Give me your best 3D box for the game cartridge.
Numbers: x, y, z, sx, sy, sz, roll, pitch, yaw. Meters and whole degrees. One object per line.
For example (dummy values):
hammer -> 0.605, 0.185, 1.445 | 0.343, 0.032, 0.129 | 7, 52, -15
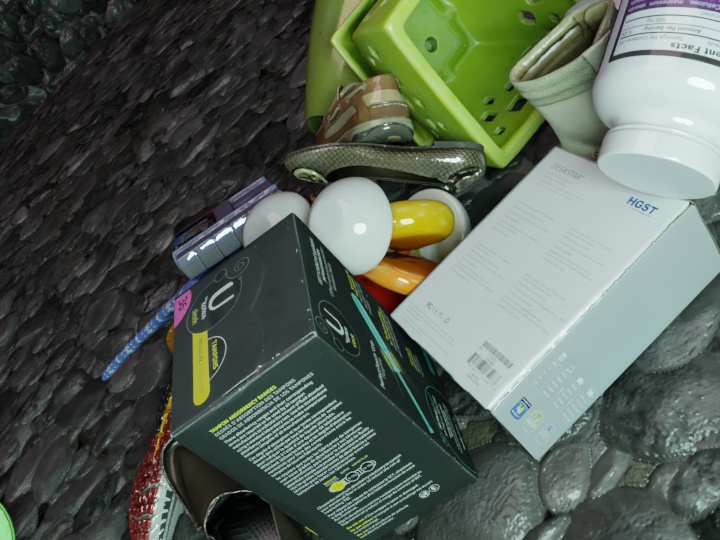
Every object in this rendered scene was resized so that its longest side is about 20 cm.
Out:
game cartridge -> -0.144, -0.052, 0.869 | 0.129, 0.038, 0.200 | -30, 15, -5

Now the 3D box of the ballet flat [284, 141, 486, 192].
ballet flat -> 0.022, -0.097, 0.777 | 0.199, 0.067, 0.047 | 0, 88, 10

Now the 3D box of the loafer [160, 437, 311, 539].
loafer -> -0.101, 0.186, 0.645 | 0.073, 0.071, 0.200 | -44, 53, -16

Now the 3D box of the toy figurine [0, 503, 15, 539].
toy figurine -> -0.505, 0.355, 0.924 | 0.184, 0.150, 0.201 | -25, 61, 49

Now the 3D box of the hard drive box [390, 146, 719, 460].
hard drive box -> 0.144, 0.016, 0.615 | 0.200, 0.077, 0.156 | -45, 34, -1

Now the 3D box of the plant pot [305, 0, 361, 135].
plant pot -> 0.009, -0.256, 0.984 | 0.187, 0.187, 0.201 | 4, 70, 48

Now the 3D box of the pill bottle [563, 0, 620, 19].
pill bottle -> 0.292, -0.245, 0.706 | 0.200, 0.114, 0.114 | -38, 34, 8

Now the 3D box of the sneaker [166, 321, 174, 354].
sneaker -> -0.137, 0.032, 0.917 | 0.200, 0.076, 0.092 | -40, 11, 14

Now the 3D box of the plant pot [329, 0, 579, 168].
plant pot -> 0.101, -0.246, 0.845 | 0.199, 0.200, 0.181 | -51, 27, -11

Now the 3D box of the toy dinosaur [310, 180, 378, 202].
toy dinosaur -> -0.009, -0.082, 0.903 | 0.200, 0.060, 0.107 | -30, 38, 54

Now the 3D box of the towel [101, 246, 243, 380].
towel -> -0.203, 0.037, 0.902 | 0.200, 0.024, 0.145 | -41, 8, 31

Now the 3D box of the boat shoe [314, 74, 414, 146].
boat shoe -> 0.001, -0.161, 0.847 | 0.200, 0.075, 0.074 | -178, 83, -68

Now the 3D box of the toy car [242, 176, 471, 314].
toy car -> 0.000, 0.000, 0.740 | 0.200, 0.175, 0.151 | -6, 86, 43

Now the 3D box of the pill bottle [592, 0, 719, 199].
pill bottle -> 0.223, -0.154, 0.527 | 0.112, 0.112, 0.201 | 12, 81, 51

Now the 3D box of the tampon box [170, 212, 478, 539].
tampon box -> -0.031, 0.090, 0.608 | 0.126, 0.200, 0.150 | -35, 34, 13

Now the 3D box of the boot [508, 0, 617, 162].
boot -> 0.235, -0.154, 0.629 | 0.200, 0.155, 0.072 | -28, 38, 26

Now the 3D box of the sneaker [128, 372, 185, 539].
sneaker -> -0.159, 0.187, 0.753 | 0.078, 0.082, 0.201 | 2, 71, 63
